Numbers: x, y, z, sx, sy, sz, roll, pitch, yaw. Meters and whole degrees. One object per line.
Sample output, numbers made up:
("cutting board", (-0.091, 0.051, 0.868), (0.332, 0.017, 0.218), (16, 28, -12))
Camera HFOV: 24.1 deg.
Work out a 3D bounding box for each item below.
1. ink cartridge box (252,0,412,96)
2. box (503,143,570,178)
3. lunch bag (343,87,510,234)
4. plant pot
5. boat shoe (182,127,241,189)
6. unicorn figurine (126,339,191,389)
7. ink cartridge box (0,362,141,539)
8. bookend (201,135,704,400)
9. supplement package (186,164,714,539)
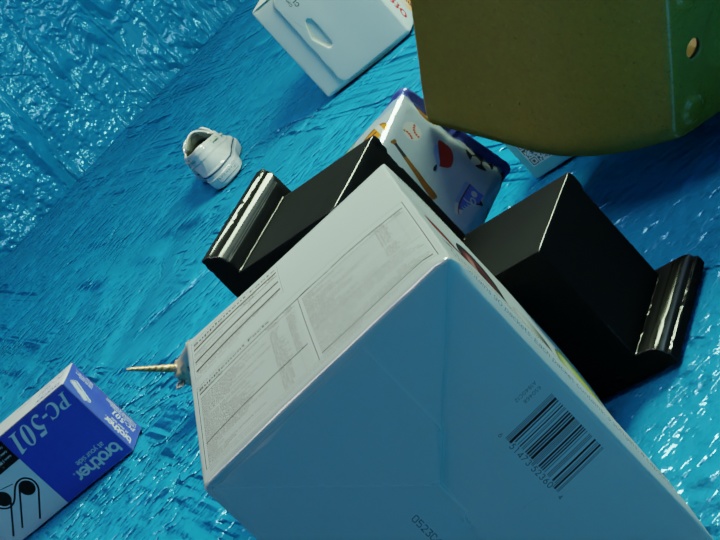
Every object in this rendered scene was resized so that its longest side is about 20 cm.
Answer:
("ink cartridge box", (-0.017, -0.343, 2.077), (0.144, 0.145, 0.200), (-35, 19, 30))
("box", (0.174, -0.161, 1.324), (0.082, 0.049, 0.201), (-32, 20, 38))
("lunch bag", (0.000, 0.000, 1.216), (0.200, 0.124, 0.171), (-42, 15, 48))
("plant pot", (0.168, -0.187, 1.098), (0.195, 0.195, 0.199), (-33, 42, -28))
("boat shoe", (-0.198, -0.160, 2.215), (0.074, 0.067, 0.200), (-45, 16, -4))
("unicorn figurine", (-0.095, 0.034, 1.496), (0.137, 0.074, 0.200), (-44, -1, 38))
("ink cartridge box", (-0.310, 0.183, 1.593), (0.200, 0.094, 0.044), (-39, 17, 20))
("bookend", (0.052, -0.004, 0.965), (0.198, 0.200, 0.092), (-32, 20, 39))
("supplement package", (0.034, 0.081, 0.811), (0.147, 0.191, 0.200), (-42, 17, 4))
